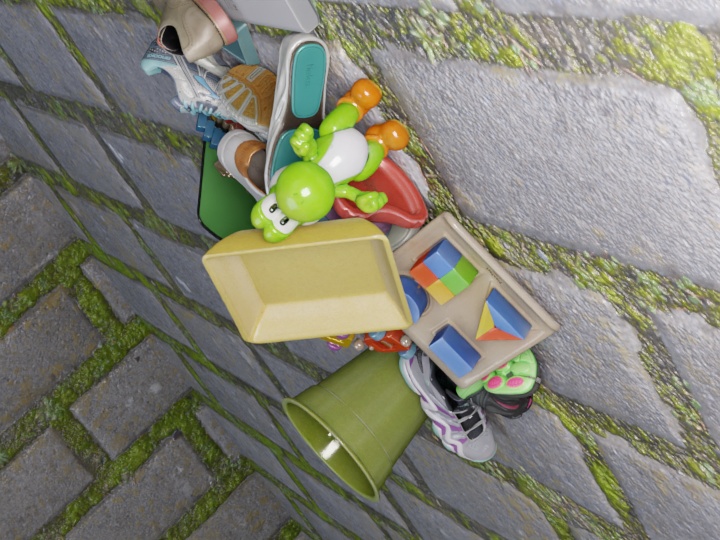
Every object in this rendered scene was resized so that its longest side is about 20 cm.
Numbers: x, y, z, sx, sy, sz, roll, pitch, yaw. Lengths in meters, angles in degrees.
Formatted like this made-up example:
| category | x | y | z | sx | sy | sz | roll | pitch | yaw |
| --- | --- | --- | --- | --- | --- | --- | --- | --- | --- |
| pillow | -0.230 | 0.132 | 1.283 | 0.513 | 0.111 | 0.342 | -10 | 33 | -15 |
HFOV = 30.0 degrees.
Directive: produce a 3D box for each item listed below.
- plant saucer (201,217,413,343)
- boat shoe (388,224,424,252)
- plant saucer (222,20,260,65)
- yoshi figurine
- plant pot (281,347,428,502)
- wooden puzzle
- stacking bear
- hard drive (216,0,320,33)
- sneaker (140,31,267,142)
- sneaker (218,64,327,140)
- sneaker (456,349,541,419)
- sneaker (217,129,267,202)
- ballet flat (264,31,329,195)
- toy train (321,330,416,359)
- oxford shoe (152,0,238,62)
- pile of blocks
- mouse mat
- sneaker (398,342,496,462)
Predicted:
| category | x | y | z | sx | sy | sz | roll | pitch | yaw |
| --- | --- | --- | --- | --- | --- | --- | --- | --- | --- |
| plant saucer | -0.053 | 0.006 | 1.461 | 0.201 | 0.197 | 0.049 | 71 | -165 | -58 |
| boat shoe | 0.019 | -0.010 | 1.623 | 0.060 | 0.073 | 0.201 | 33 | 147 | -26 |
| plant saucer | -0.199 | -0.315 | 1.652 | 0.199 | 0.019 | 0.070 | 36 | 160 | 32 |
| yoshi figurine | -0.029 | -0.107 | 1.383 | 0.112 | 0.200 | 0.113 | 29 | 150 | 23 |
| plant pot | 0.019 | 0.196 | 1.958 | 0.200 | 0.190 | 0.201 | 41 | 163 | 16 |
| wooden puzzle | 0.102 | 0.046 | 1.527 | 0.185 | 0.046 | 0.200 | 44 | 140 | -8 |
| stacking bear | -0.029 | -0.036 | 1.546 | 0.201 | 0.120 | 0.115 | -55 | 44 | 39 |
| hard drive | -0.130 | -0.323 | 1.447 | 0.199 | 0.027 | 0.133 | 24 | 151 | 55 |
| sneaker | -0.193 | -0.222 | 1.703 | 0.200 | 0.086 | 0.078 | 42 | 172 | 1 |
| sneaker | -0.096 | -0.171 | 1.620 | 0.200 | 0.076 | 0.088 | 41 | 166 | 29 |
| sneaker | 0.185 | 0.136 | 1.647 | 0.083 | 0.077 | 0.200 | 31 | 168 | -7 |
| sneaker | -0.082 | -0.085 | 1.580 | 0.199 | 0.073 | 0.084 | 37 | 176 | -35 |
| ballet flat | -0.074 | -0.170 | 1.488 | 0.069 | 0.069 | 0.202 | 33 | 124 | 39 |
| toy train | -0.024 | 0.051 | 1.722 | 0.199 | 0.056 | 0.149 | 32 | 154 | -29 |
| oxford shoe | -0.214 | -0.295 | 1.560 | 0.071 | 0.075 | 0.200 | 58 | 170 | -33 |
| pile of blocks | -0.165 | -0.176 | 1.767 | 0.200 | 0.082 | 0.062 | 48 | 164 | -1 |
| mouse mat | -0.151 | -0.076 | 1.821 | 0.007 | 0.162 | 0.200 | -26 | 134 | 28 |
| sneaker | 0.139 | 0.187 | 1.834 | 0.201 | 0.078 | 0.140 | 51 | 164 | -12 |
